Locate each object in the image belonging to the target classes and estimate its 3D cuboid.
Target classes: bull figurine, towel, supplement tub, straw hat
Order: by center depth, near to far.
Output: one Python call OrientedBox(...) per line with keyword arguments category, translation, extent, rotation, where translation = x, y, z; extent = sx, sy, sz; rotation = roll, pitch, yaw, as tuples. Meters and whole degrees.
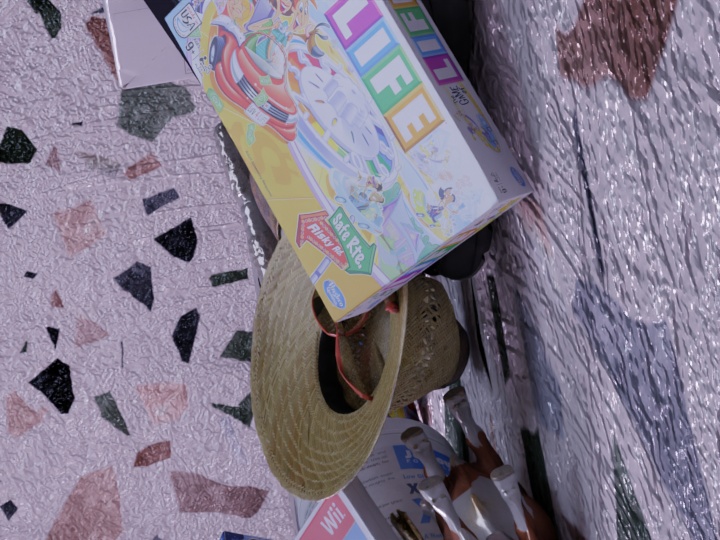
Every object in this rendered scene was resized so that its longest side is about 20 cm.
OrientedBox(category="bull figurine", translation=(0.072, 0.145, 1.003), extent=(0.122, 0.065, 0.200), rotation=(62, 175, -20))
OrientedBox(category="straw hat", translation=(0.014, 0.043, 1.040), extent=(0.201, 0.085, 0.202), rotation=(-19, 68, 58))
OrientedBox(category="supplement tub", translation=(0.033, 0.211, 1.193), extent=(0.200, 0.131, 0.132), rotation=(-112, 13, -55))
OrientedBox(category="towel", translation=(-0.055, -0.036, 1.266), extent=(0.200, 0.034, 0.133), rotation=(24, -134, -75))

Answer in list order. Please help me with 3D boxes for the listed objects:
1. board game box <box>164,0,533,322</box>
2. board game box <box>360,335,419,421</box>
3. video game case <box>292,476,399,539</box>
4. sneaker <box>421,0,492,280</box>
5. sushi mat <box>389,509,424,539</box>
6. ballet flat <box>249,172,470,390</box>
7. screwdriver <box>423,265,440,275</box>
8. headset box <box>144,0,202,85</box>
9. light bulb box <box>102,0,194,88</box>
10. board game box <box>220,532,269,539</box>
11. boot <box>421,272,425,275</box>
OrientedBox(category="board game box", translation=(-0.011, -0.092, 0.922), extent=(0.134, 0.034, 0.201), rotation=(-37, 78, 37))
OrientedBox(category="board game box", translation=(-0.014, 0.063, 1.399), extent=(0.200, 0.034, 0.136), rotation=(45, -156, -51))
OrientedBox(category="video game case", translation=(0.017, 0.241, 1.046), extent=(0.200, 0.017, 0.143), rotation=(55, 140, 22))
OrientedBox(category="sneaker", translation=(0.028, -0.087, 0.980), extent=(0.075, 0.079, 0.201), rotation=(-121, 19, -69))
OrientedBox(category="sushi mat", translation=(0.079, 0.236, 1.031), extent=(0.200, 0.012, 0.096), rotation=(59, 176, -18))
OrientedBox(category="ballet flat", translation=(0.000, 0.000, 1.120), extent=(0.200, 0.068, 0.067), rotation=(45, -162, -6))
OrientedBox(category="screwdriver", translation=(0.032, -0.074, 1.187), extent=(0.029, 0.028, 0.200), rotation=(-58, 33, 36))
OrientedBox(category="headset box", translation=(-0.070, -0.190, 1.079), extent=(0.174, 0.093, 0.200), rotation=(27, 157, 49))
OrientedBox(category="light bulb box", translation=(-0.116, -0.270, 1.356), extent=(0.125, 0.197, 0.201), rotation=(92, 166, -54))
OrientedBox(category="board game box", translation=(-0.006, 0.264, 1.276), extent=(0.136, 0.199, 0.035), rotation=(-111, 38, -59))
OrientedBox(category="boot", translation=(-0.011, -0.066, 1.258), extent=(0.200, 0.073, 0.151), rotation=(-121, 9, -47))
